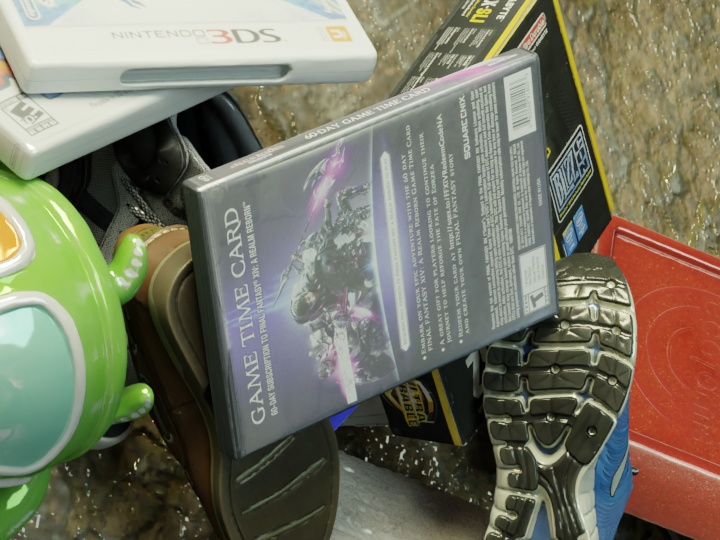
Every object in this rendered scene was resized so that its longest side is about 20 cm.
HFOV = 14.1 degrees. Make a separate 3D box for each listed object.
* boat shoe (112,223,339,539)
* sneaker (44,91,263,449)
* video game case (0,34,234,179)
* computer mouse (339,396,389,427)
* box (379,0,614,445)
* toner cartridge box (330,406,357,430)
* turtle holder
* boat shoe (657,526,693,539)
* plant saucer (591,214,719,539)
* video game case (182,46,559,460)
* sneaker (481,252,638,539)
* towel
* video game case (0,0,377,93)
[{"bbox_3d":[-0.066,0.062,1.416,0.072,0.068,0.200,-31,123,-28],"label":"boat shoe"},{"bbox_3d":[-0.106,-0.015,1.440,0.075,0.114,0.201,17,70,-39],"label":"sneaker"},{"bbox_3d":[-0.150,-0.135,1.412,0.182,0.024,0.200,40,43,22],"label":"video game case"},{"bbox_3d":[0.016,0.050,1.590,0.200,0.044,0.110,-13,92,-44],"label":"computer mouse"},{"bbox_3d":[0.058,-0.033,1.513,0.200,0.049,0.160,-54,140,-40],"label":"box"},{"bbox_3d":[0.000,0.000,1.509,0.200,0.043,0.095,-44,130,-47],"label":"toner cartridge box"},{"bbox_3d":[-0.189,0.044,1.352,0.141,0.186,0.132,47,44,16],"label":"turtle holder"},{"bbox_3d":[0.195,0.132,1.719,0.060,0.076,0.200,-36,91,-22],"label":"boat shoe"},{"bbox_3d":[0.194,0.061,1.673,0.200,0.037,0.200,22,49,-12],"label":"plant saucer"},{"bbox_3d":[0.010,-0.009,1.389,0.200,0.019,0.143,-23,121,-29],"label":"video game case"},{"bbox_3d":[0.104,0.088,1.514,0.089,0.078,0.200,-22,122,-75],"label":"sneaker"},{"bbox_3d":[0.035,0.162,1.527,0.200,0.034,0.133,22,36,-25],"label":"towel"},{"bbox_3d":[-0.109,-0.160,1.424,0.182,0.022,0.200,-4,45,-28],"label":"video game case"}]
